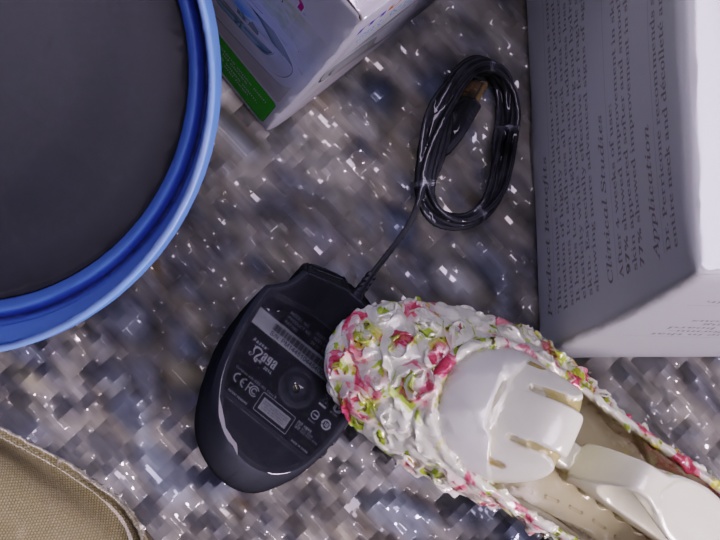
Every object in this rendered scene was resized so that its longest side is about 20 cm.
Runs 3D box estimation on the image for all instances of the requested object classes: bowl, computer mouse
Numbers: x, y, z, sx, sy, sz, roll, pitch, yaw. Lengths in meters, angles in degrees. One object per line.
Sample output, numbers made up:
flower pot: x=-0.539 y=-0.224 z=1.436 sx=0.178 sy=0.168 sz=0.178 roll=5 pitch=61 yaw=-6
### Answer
bowl: x=-0.145 y=-0.071 z=1.013 sx=0.200 sy=0.039 sz=0.202 roll=1 pitch=97 yaw=8
computer mouse: x=0.000 y=0.000 z=1.082 sx=0.059 sy=0.034 sz=0.200 roll=42 pitch=68 yaw=-13

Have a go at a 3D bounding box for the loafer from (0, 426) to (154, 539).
loafer: x=-0.160 y=0.080 z=1.009 sx=0.199 sy=0.067 sz=0.076 roll=24 pitch=77 yaw=-8

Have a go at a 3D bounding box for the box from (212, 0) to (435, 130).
box: x=0.026 y=-0.163 z=1.036 sx=0.200 sy=0.176 sz=0.097 roll=-39 pitch=91 yaw=-16

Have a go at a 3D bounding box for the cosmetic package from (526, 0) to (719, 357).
cosmetic package: x=0.164 y=-0.062 z=1.038 sx=0.166 sy=0.200 sz=0.168 roll=0 pitch=82 yaw=-12

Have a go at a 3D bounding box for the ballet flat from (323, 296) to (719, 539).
ballet flat: x=0.081 y=0.068 z=1.053 sx=0.200 sy=0.064 sz=0.076 roll=30 pitch=77 yaw=-17
